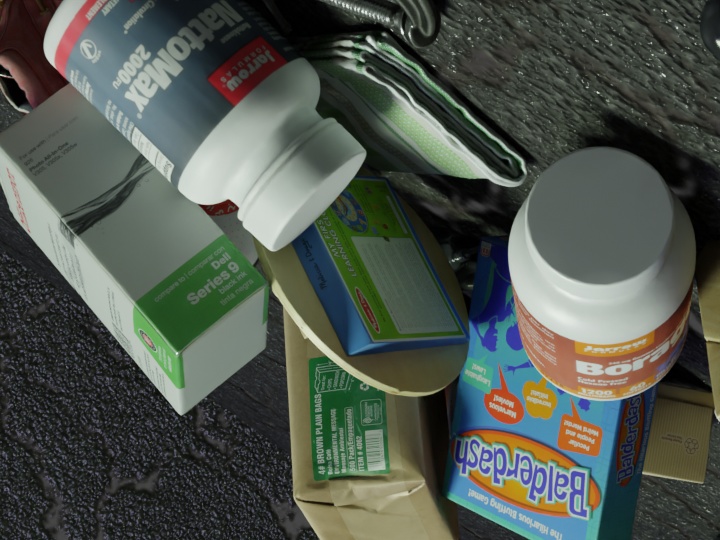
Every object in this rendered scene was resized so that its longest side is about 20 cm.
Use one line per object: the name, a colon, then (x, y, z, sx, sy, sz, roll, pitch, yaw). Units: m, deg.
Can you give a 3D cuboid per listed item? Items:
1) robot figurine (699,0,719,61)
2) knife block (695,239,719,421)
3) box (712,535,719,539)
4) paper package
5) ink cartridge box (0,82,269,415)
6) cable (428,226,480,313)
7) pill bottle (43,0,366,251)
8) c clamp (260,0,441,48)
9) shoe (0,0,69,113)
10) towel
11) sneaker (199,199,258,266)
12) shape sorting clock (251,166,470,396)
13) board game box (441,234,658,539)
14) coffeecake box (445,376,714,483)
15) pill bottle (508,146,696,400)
robot figurine: (0.195, -0.096, 0.586, 0.200, 0.150, 0.125, 36, -169, -15)
knife block: (0.280, 0.026, 1.034, 0.064, 0.175, 0.201, 40, -149, -26)
box: (0.388, 0.394, 1.806, 0.182, 0.200, 0.104, 21, 161, 47)
paper package: (0.008, 0.108, 1.438, 0.103, 0.201, 0.191, -8, 153, 9)
ink cartridge box: (-0.157, -0.016, 1.273, 0.200, 0.084, 0.146, 48, 164, 12)
cable: (0.113, 0.023, 1.468, 0.163, 0.051, 0.200, 31, 166, -14)
pill bottle: (-0.096, -0.114, 1.197, 0.200, 0.120, 0.120, 44, 169, 6)
c clamp: (-0.023, -0.176, 1.080, 0.200, 0.027, 0.171, 25, 166, 43)
shoe: (-0.241, -0.185, 1.332, 0.200, 0.091, 0.072, 47, 164, 34)
towel: (0.012, -0.104, 1.252, 0.149, 0.031, 0.200, 40, 166, -23)
sneaker: (-0.111, -0.096, 1.319, 0.108, 0.067, 0.203, 153, 101, -70)
shape sorting clock: (0.000, 0.000, 1.290, 0.200, 0.201, 0.039, 39, 122, -24)
board game box: (0.137, 0.090, 1.316, 0.045, 0.201, 0.152, -6, -162, -43)
coffeecake box: (0.166, 0.116, 1.486, 0.153, 0.074, 0.200, 12, 175, -19)
pill bottle: (0.146, 0.002, 1.124, 0.112, 0.112, 0.200, 29, 168, 17)
